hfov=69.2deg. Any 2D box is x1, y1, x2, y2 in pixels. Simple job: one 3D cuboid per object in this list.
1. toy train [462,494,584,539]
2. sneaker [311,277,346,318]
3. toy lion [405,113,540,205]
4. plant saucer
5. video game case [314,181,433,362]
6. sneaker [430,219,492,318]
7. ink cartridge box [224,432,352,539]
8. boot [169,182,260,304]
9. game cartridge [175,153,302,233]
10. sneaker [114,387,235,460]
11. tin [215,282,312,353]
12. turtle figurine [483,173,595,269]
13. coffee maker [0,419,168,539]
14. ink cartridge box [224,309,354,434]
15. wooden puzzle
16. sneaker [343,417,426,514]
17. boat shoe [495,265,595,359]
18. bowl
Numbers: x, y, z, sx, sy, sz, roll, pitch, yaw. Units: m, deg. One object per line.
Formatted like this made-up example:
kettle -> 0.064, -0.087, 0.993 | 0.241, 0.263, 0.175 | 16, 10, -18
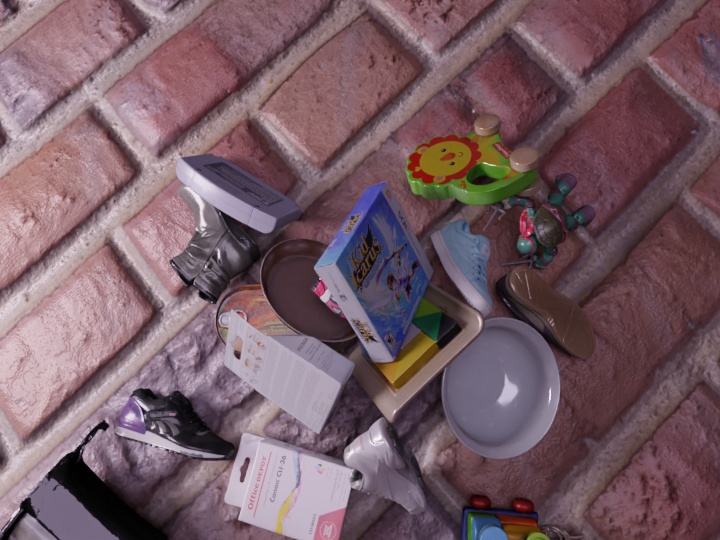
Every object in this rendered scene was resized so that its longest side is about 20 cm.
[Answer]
toy train -> 0.254, 0.392, 0.767 | 0.192, 0.116, 0.088 | 4, 78, 2
sneaker -> 0.000, 0.000, 0.847 | 0.075, 0.081, 0.200 | 45, 49, -1
toy lion -> 0.174, -0.173, 0.873 | 0.187, 0.070, 0.202 | -24, 43, -3
plant saucer -> -0.071, 0.035, 0.842 | 0.194, 0.032, 0.204 | 18, 43, -17
video game case -> 0.031, -0.001, 0.793 | 0.184, 0.044, 0.202 | 57, 42, -26
sneaker -> 0.174, -0.017, 0.825 | 0.081, 0.074, 0.203 | -36, 41, 14
ink cartridge box -> -0.113, 0.337, 0.808 | 0.193, 0.068, 0.121 | 14, 79, 4
boot -> -0.273, -0.052, 0.878 | 0.200, 0.068, 0.130 | 45, 67, 7
game cartridge -> -0.205, -0.132, 0.878 | 0.196, 0.133, 0.042 | 32, 116, 7
sneaker -> -0.288, 0.241, 0.831 | 0.193, 0.076, 0.091 | 14, 72, 4
tin -> -0.145, 0.083, 0.878 | 0.192, 0.042, 0.116 | -2, 74, 0
turtle figurine -> 0.299, -0.072, 0.862 | 0.197, 0.100, 0.153 | -33, 110, -23
coffee maker -> -0.384, 0.374, 0.762 | 0.198, 0.135, 0.194 | 38, 95, 1
ink cartridge box -> -0.116, 0.148, 0.804 | 0.197, 0.162, 0.047 | 33, 47, 9
wooden puzzle -> 0.074, 0.110, 0.804 | 0.200, 0.184, 0.037 | -45, 117, -5
sneaker -> 0.035, 0.303, 0.778 | 0.097, 0.079, 0.203 | -25, 121, 8
boat shoe -> 0.304, 0.071, 0.860 | 0.198, 0.065, 0.073 | 38, 71, -11
bowl -> 0.203, 0.177, 0.815 | 0.193, 0.090, 0.210 | 1, 86, -11
